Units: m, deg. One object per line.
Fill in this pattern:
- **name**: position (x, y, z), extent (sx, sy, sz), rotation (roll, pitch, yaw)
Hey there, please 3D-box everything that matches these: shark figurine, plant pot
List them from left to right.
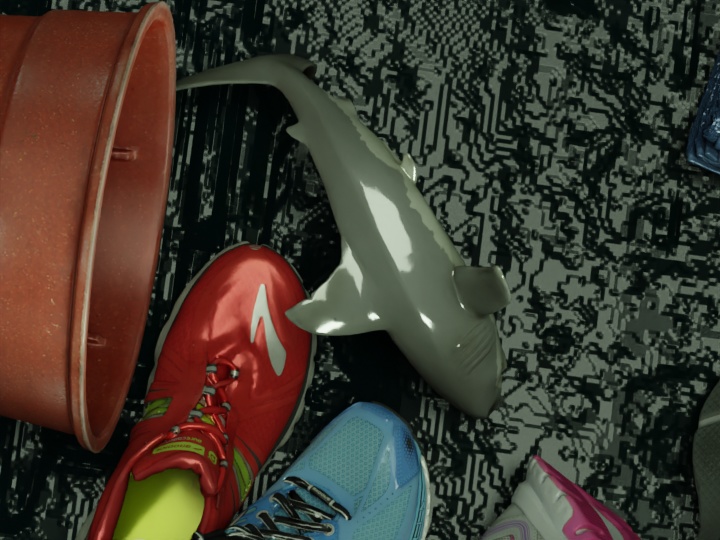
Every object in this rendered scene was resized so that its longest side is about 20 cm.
- **plant pot**: position (-0.195, -0.034, 1.274), extent (0.195, 0.201, 0.201), rotation (9, 82, 3)
- **shark figurine**: position (-0.008, -0.017, 1.312), extent (0.089, 0.128, 0.215), rotation (-33, 87, -11)

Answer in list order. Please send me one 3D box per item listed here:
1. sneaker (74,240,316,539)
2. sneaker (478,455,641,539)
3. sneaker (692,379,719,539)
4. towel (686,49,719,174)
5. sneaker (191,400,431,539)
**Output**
- **sneaker**: position (-0.072, 0.081, 1.316), extent (0.077, 0.085, 0.201), rotation (22, 81, -3)
- **sneaker**: position (0.102, 0.169, 1.287), extent (0.081, 0.200, 0.088), rotation (37, 99, -27)
- **sneaker**: position (0.196, 0.119, 1.353), extent (0.080, 0.070, 0.201), rotation (37, 61, -39)
- **towel**: position (0.266, -0.067, 1.388), extent (0.199, 0.049, 0.112), rotation (22, 81, -2)
- **sneaker**: position (-0.036, 0.138, 1.285), extent (0.078, 0.090, 0.200), rotation (23, 65, 25)
